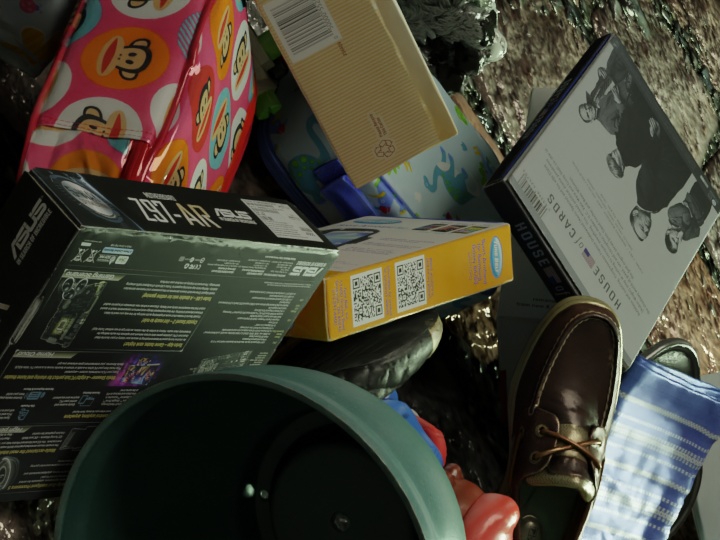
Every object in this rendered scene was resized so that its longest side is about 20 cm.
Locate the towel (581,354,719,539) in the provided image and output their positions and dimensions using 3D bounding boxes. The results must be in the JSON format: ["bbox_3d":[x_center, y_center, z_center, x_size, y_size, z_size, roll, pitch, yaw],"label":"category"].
[{"bbox_3d":[0.175,0.160,1.260,0.024,0.202,0.144,26,2,38],"label":"towel"}]

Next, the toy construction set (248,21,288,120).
[{"bbox_3d":[-0.102,-0.158,1.167,0.131,0.091,0.202,32,41,-81],"label":"toy construction set"}]

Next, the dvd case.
[{"bbox_3d":[0.164,-0.048,1.245,0.151,0.025,0.200,55,42,-15],"label":"dvd case"}]

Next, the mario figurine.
[{"bbox_3d":[0.009,0.130,1.138,0.123,0.106,0.201,-32,81,-25],"label":"mario figurine"}]

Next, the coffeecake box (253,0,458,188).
[{"bbox_3d":[-0.026,-0.173,1.141,0.154,0.073,0.201,60,5,-39],"label":"coffeecake box"}]

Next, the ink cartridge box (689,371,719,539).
[{"bbox_3d":[0.332,0.177,1.453,0.200,0.144,0.146,59,21,-51],"label":"ink cartridge box"}]

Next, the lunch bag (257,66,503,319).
[{"bbox_3d":[0.018,-0.068,1.290,0.200,0.082,0.162,48,31,-25],"label":"lunch bag"}]

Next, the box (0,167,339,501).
[{"bbox_3d":[-0.117,0.035,0.902,0.044,0.161,0.199,44,21,27],"label":"box"}]

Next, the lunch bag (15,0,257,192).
[{"bbox_3d":[-0.114,-0.060,1.008,0.177,0.081,0.201,89,14,-54],"label":"lunch bag"}]

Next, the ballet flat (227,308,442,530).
[{"bbox_3d":[-0.026,0.081,1.065,0.199,0.066,0.057,-37,121,-31],"label":"ballet flat"}]

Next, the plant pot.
[{"bbox_3d":[-0.030,0.135,0.921,0.202,0.199,0.134,63,25,3],"label":"plant pot"}]

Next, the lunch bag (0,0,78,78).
[{"bbox_3d":[-0.176,-0.237,1.023,0.126,0.170,0.201,24,42,-9],"label":"lunch bag"}]

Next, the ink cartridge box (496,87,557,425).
[{"bbox_3d":[0.149,-0.007,1.344,0.147,0.082,0.202,82,16,-54],"label":"ink cartridge box"}]

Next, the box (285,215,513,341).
[{"bbox_3d":[0.000,0.000,1.124,0.199,0.118,0.042,-13,103,-49],"label":"box"}]

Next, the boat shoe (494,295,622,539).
[{"bbox_3d":[0.123,0.118,1.155,0.071,0.202,0.072,15,8,-19],"label":"boat shoe"}]

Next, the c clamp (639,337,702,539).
[{"bbox_3d":[0.176,0.132,1.292,0.170,0.027,0.201,-39,133,-28],"label":"c clamp"}]

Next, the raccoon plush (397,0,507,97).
[{"bbox_3d":[0.038,-0.222,1.457,0.200,0.096,0.134,48,24,-22],"label":"raccoon plush"}]
